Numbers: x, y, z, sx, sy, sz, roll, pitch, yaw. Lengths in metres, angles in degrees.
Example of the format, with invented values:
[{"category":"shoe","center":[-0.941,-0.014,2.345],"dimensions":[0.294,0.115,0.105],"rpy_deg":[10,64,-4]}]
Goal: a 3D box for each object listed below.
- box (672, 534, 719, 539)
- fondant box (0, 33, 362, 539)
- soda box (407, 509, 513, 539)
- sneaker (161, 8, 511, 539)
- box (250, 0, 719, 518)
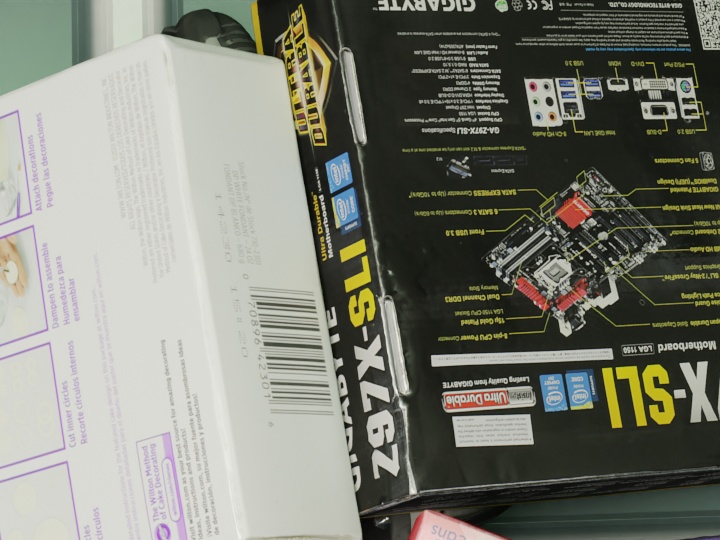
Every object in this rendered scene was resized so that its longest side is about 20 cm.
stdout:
[{"category":"box","center":[0.099,0.156,0.886],"dimensions":[0.199,0.104,0.149],"rpy_deg":[-7,79,-1]},{"category":"fondant box","center":[-0.102,0.030,0.883],"dimensions":[0.199,0.058,0.145],"rpy_deg":[-17,76,35]},{"category":"soda box","center":[0.097,0.132,0.806],"dimensions":[0.199,0.063,0.070],"rpy_deg":[20,80,4]},{"category":"sneaker","center":[0.000,0.000,0.941],"dimensions":[0.090,0.067,0.201],"rpy_deg":[-13,61,-28]},{"category":"box","center":[0.073,-0.013,0.900],"dimensions":[0.199,0.049,0.161],"rpy_deg":[-3,79,-33]}]
